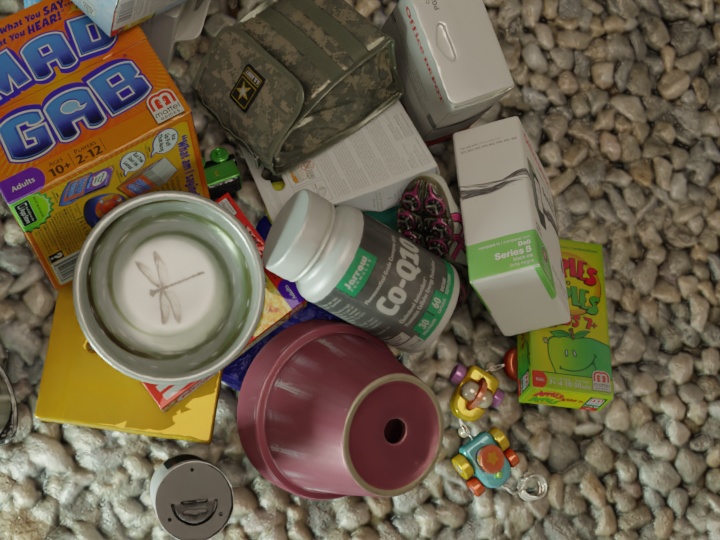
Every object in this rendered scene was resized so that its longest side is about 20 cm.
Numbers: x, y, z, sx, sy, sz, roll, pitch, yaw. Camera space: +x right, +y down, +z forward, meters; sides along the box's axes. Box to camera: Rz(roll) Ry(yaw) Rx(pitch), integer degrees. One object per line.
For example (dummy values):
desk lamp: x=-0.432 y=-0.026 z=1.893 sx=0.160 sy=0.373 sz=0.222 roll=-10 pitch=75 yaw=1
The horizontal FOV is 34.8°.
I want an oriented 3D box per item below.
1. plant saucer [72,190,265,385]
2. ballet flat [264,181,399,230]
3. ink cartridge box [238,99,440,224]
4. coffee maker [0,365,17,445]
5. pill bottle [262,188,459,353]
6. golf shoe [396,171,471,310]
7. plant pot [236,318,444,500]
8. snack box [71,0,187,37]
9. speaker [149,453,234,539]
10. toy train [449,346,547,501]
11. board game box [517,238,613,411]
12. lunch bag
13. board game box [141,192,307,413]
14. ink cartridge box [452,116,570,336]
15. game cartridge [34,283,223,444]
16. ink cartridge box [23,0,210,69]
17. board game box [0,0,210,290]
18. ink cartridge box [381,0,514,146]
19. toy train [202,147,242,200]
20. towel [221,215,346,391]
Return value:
plant saucer: x=-0.200 y=0.017 z=1.208 sx=0.198 sy=0.050 sz=0.203 roll=-1 pitch=95 yaw=-12
ballet flat: x=-0.021 y=-0.086 z=1.360 sx=0.198 sy=0.067 sz=0.067 roll=-3 pitch=43 yaw=-23
ink cartridge box: x=-0.027 y=-0.126 z=1.336 sx=0.198 sy=0.050 sz=0.163 roll=-22 pitch=52 yaw=-6
coffee maker: x=-0.454 y=0.160 z=1.179 sx=0.192 sy=0.200 sz=0.135 roll=-42 pitch=91 yaw=-13
pill bottle: x=0.000 y=0.000 z=1.248 sx=0.199 sy=0.113 sz=0.114 roll=28 pitch=78 yaw=-23
golf shoe: x=0.094 y=-0.049 z=1.331 sx=0.072 sy=0.201 sz=0.093 roll=14 pitch=55 yaw=25
plant pot: x=-0.010 y=0.161 z=1.245 sx=0.198 sy=0.178 sz=0.203 roll=-3 pitch=96 yaw=-30
snack box: x=-0.235 y=-0.347 z=1.182 sx=0.169 sy=0.068 sz=0.200 roll=44 pitch=51 yaw=11
speaker: x=-0.182 y=0.239 z=1.221 sx=0.080 sy=0.200 sz=0.082 roll=1 pitch=83 yaw=-11
toy train: x=0.181 y=0.174 z=1.374 sx=0.148 sy=0.056 sz=0.203 roll=4 pitch=82 yaw=-10
board game box: x=0.239 y=0.060 z=1.368 sx=0.100 sy=0.048 sz=0.202 roll=7 pitch=61 yaw=-9
lunch bag: x=-0.079 y=-0.220 z=1.315 sx=0.200 sy=0.118 sz=0.164 roll=-39 pitch=61 yaw=-12
board game box: x=-0.181 y=0.036 z=1.270 sx=0.199 sy=0.046 sz=0.152 roll=-37 pitch=83 yaw=-11
ink cartridge box: x=0.173 y=-0.050 z=1.313 sx=0.083 sy=0.146 sz=0.202 roll=-14 pitch=58 yaw=18
game cartridge: x=-0.251 y=0.094 z=1.293 sx=0.198 sy=0.032 sz=0.178 roll=9 pitch=78 yaw=-2
ink cartridge box: x=-0.265 y=-0.329 z=1.301 sx=0.198 sy=0.125 sz=0.130 roll=18 pitch=68 yaw=-8
board game box: x=-0.298 y=-0.143 z=1.217 sx=0.198 sy=0.200 sz=0.201 roll=-29 pitch=69 yaw=-14
ink cartridge box: x=0.092 y=-0.239 z=1.331 sx=0.082 sy=0.200 sz=0.148 roll=-20 pitch=88 yaw=-12
toy train: x=-0.230 y=-0.086 z=1.326 sx=0.198 sy=0.042 sz=0.057 roll=-22 pitch=59 yaw=-12
towel: x=-0.087 y=0.053 z=1.340 sx=0.146 sy=0.050 sz=0.202 roll=23 pitch=80 yaw=-8
